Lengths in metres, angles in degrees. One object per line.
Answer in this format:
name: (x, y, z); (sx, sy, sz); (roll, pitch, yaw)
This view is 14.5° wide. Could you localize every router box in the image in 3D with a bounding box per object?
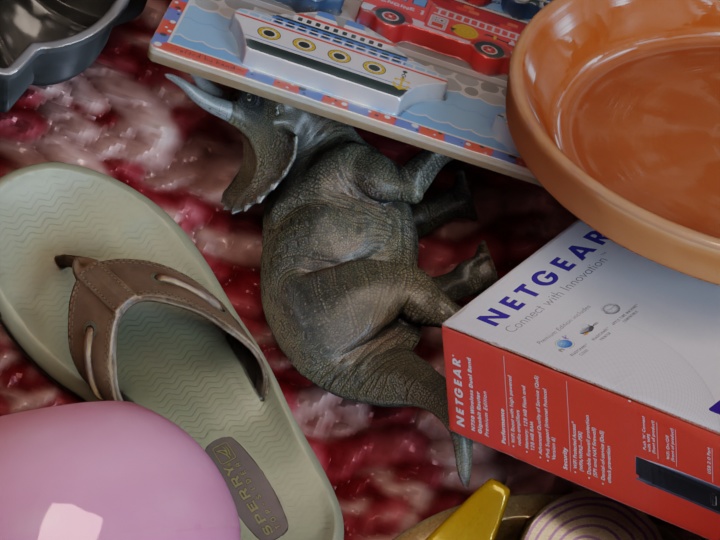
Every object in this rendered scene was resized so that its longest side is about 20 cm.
router box: (0.159, 0.021, 1.019); (0.179, 0.049, 0.200); (21, 41, 34)

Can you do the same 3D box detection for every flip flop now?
flip flop: (-0.074, 0.036, 1.062); (0.081, 0.058, 0.200); (-29, 72, -16)

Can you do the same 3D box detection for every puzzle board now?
puzzle board: (0.030, -0.091, 1.094); (0.199, 0.017, 0.151); (17, 32, 1)

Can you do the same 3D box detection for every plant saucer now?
plant saucer: (0.151, -0.049, 1.027); (0.200, 0.032, 0.201); (6, 36, -4)

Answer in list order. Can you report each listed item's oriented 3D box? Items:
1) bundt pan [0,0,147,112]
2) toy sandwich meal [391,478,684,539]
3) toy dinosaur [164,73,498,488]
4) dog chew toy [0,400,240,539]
bundt pan: (-0.166, -0.147, 1.124); (0.201, 0.076, 0.202); (2, 66, -3)
toy sandwich meal: (0.066, 0.167, 1.009); (0.204, 0.070, 0.206); (2, 66, -4)
toy dinosaur: (0.000, 0.000, 1.087); (0.102, 0.077, 0.201); (-16, 73, 1)
dog chew toy: (-0.094, 0.149, 0.980); (0.124, 0.125, 0.201); (-9, 80, -9)
